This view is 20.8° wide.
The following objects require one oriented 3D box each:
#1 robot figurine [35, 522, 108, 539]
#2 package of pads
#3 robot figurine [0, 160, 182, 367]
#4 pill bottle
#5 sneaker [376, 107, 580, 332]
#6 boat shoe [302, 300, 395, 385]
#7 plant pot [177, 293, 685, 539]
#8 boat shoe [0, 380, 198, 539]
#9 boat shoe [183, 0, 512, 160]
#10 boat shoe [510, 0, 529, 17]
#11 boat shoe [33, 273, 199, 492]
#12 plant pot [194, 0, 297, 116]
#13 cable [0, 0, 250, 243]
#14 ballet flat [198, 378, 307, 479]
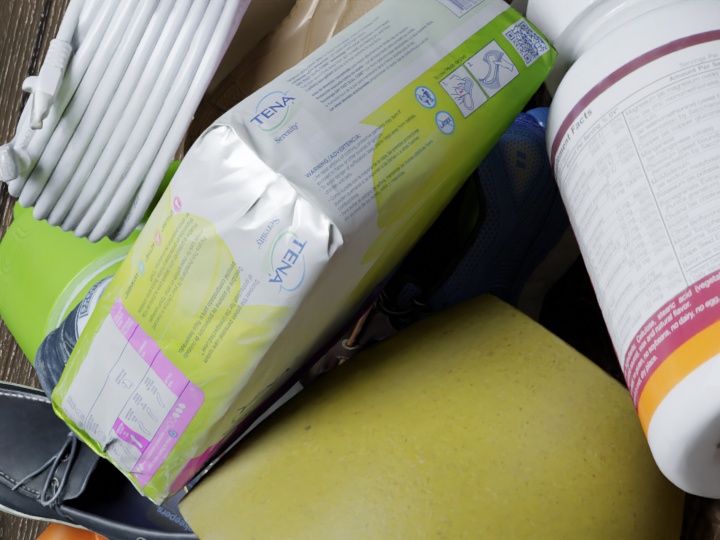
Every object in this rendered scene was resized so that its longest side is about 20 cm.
[{"bbox_3d":[-0.153,0.202,1.115,0.200,0.116,0.145,-44,64,46],"label":"robot figurine"},{"bbox_3d":[-0.028,-0.011,0.744,0.068,0.154,0.200,43,137,7],"label":"package of pads"},{"bbox_3d":[-0.142,0.022,1.135,0.200,0.115,0.177,41,124,53],"label":"robot figurine"},{"bbox_3d":[0.130,-0.028,0.717,0.110,0.109,0.201,-49,45,41],"label":"pill bottle"},{"bbox_3d":[0.034,0.015,0.881,0.079,0.088,0.202,46,124,51],"label":"sneaker"},{"bbox_3d":[0.000,0.000,0.956,0.201,0.071,0.073,121,151,-43],"label":"boat shoe"},{"bbox_3d":[0.048,0.095,0.776,0.142,0.200,0.200,-54,35,-2],"label":"plant pot"},{"bbox_3d":[-0.140,0.103,1.025,0.075,0.199,0.062,-57,-17,-30],"label":"boat shoe"},{"bbox_3d":[0.010,-0.097,0.853,0.200,0.069,0.074,-40,62,19],"label":"boat shoe"},{"bbox_3d":[0.034,-0.076,0.948,0.199,0.073,0.062,-26,105,46],"label":"boat shoe"},{"bbox_3d":[-0.071,0.085,0.971,0.071,0.200,0.091,-51,11,-33],"label":"boat shoe"},{"bbox_3d":[-0.030,-0.172,1.020,0.200,0.092,0.203,-19,67,54],"label":"plant pot"},{"bbox_3d":[-0.095,-0.109,0.891,0.201,0.069,0.200,-63,8,-6],"label":"cable"},{"bbox_3d":[-0.017,0.122,0.912,0.201,0.067,0.046,54,178,3],"label":"ballet flat"}]
